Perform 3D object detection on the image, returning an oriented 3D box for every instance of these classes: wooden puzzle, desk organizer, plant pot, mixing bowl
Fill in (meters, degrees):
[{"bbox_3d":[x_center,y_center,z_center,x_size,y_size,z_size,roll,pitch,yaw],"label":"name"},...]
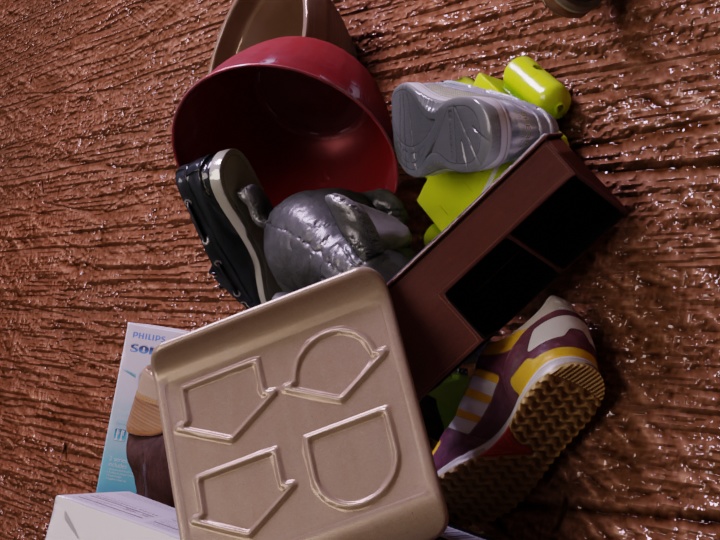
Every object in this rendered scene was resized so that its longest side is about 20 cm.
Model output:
[{"bbox_3d":[-0.043,0.118,1.104,0.185,0.046,0.200,-21,62,11],"label":"wooden puzzle"},{"bbox_3d":[0.091,-0.003,1.141,0.200,0.072,0.077,-44,83,15],"label":"desk organizer"},{"bbox_3d":[-0.067,-0.194,1.552,0.201,0.093,0.201,-29,54,51],"label":"plant pot"},{"bbox_3d":[-0.054,-0.128,1.388,0.200,0.200,0.109,-45,18,41],"label":"mixing bowl"}]

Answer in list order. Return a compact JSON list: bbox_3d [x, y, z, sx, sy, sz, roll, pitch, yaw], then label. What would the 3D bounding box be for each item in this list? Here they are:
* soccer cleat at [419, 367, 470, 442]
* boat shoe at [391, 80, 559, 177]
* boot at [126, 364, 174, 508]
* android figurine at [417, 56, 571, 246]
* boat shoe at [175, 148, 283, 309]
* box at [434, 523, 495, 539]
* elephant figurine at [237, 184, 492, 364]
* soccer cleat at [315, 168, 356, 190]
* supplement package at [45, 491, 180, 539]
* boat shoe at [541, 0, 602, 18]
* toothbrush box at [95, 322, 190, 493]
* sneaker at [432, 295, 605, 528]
[{"bbox_3d":[-0.002,0.111,1.208,0.068,0.199,0.081,170,103,-70],"label":"soccer cleat"},{"bbox_3d":[0.079,-0.110,1.235,0.202,0.065,0.075,-168,74,-68],"label":"boat shoe"},{"bbox_3d":[-0.132,0.180,1.285,0.200,0.072,0.167,28,117,56],"label":"boot"},{"bbox_3d":[0.106,-0.075,1.261,0.182,0.041,0.200,-65,31,18],"label":"android figurine"},{"bbox_3d":[-0.106,-0.015,1.385,0.066,0.200,0.075,-4,41,27],"label":"boat shoe"},{"bbox_3d":[0.038,0.278,1.107,0.148,0.104,0.201,15,91,29],"label":"box"},{"bbox_3d":[0.000,0.000,1.262,0.200,0.155,0.142,-128,25,-74],"label":"elephant figurine"},{"bbox_3d":[-0.069,-0.066,1.517,0.200,0.076,0.067,-4,74,59],"label":"soccer cleat"},{"bbox_3d":[-0.132,0.265,1.169,0.200,0.111,0.156,15,89,21],"label":"supplement package"},{"bbox_3d":[0.158,-0.269,1.238,0.068,0.072,0.200,-39,36,52],"label":"boat shoe"},{"bbox_3d":[-0.190,0.161,1.553,0.146,0.085,0.201,59,-139,-80],"label":"toothbrush box"},{"bbox_3d":[0.104,0.107,1.168,0.200,0.075,0.090,-48,30,31],"label":"sneaker"}]
